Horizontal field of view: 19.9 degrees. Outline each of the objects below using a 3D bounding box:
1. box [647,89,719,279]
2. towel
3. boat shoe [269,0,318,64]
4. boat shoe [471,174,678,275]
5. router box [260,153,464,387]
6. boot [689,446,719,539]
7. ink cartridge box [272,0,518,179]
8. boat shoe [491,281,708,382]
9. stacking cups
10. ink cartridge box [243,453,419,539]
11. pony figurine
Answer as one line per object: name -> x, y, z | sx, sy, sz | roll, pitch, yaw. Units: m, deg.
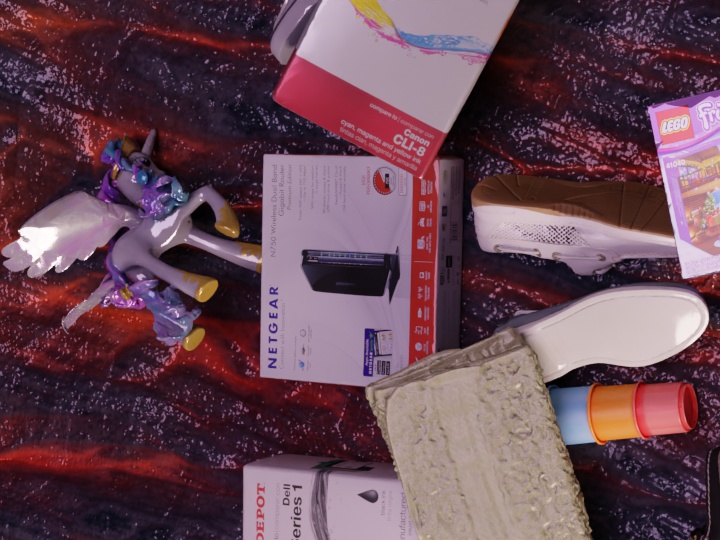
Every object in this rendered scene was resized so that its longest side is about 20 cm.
box -> 0.331, -0.080, 1.571 | 0.198, 0.039, 0.138 | -12, 86, 15
towel -> 0.100, 0.159, 1.668 | 0.147, 0.036, 0.201 | -20, 89, 11
boat shoe -> -0.024, -0.273, 1.781 | 0.066, 0.072, 0.201 | 44, 112, 26
boat shoe -> 0.188, -0.030, 1.675 | 0.199, 0.071, 0.070 | 10, 124, 22
router box -> 0.000, 0.000, 1.790 | 0.178, 0.049, 0.202 | 2, 94, 30
boot -> 0.247, 0.239, 1.646 | 0.150, 0.073, 0.202 | -2, 97, 30
ink cartridge box -> 0.041, -0.208, 1.678 | 0.144, 0.145, 0.201 | 28, 108, -1
boat shoe -> 0.193, 0.041, 1.668 | 0.199, 0.062, 0.073 | -19, 113, 32
stacking cups -> 0.176, 0.121, 1.686 | 0.199, 0.060, 0.061 | -6, 89, 30
ink cartridge box -> -0.003, 0.242, 1.782 | 0.199, 0.084, 0.147 | 2, 93, 30
pony figurine -> -0.202, -0.020, 1.867 | 0.200, 0.167, 0.193 | 38, 78, 27
